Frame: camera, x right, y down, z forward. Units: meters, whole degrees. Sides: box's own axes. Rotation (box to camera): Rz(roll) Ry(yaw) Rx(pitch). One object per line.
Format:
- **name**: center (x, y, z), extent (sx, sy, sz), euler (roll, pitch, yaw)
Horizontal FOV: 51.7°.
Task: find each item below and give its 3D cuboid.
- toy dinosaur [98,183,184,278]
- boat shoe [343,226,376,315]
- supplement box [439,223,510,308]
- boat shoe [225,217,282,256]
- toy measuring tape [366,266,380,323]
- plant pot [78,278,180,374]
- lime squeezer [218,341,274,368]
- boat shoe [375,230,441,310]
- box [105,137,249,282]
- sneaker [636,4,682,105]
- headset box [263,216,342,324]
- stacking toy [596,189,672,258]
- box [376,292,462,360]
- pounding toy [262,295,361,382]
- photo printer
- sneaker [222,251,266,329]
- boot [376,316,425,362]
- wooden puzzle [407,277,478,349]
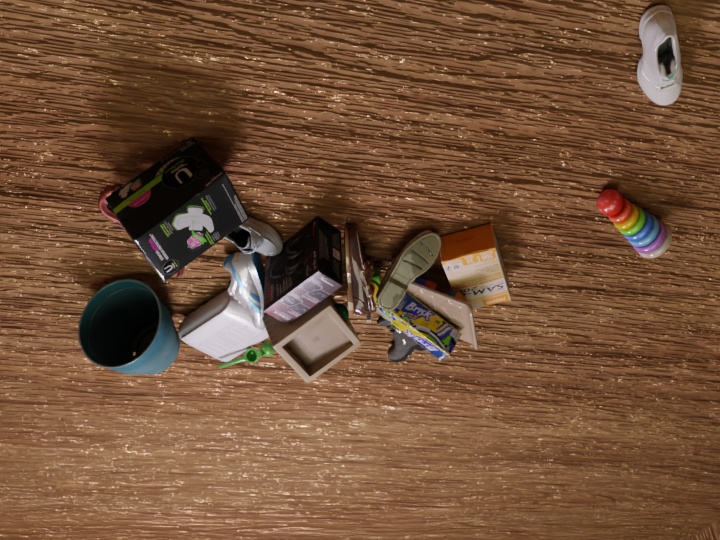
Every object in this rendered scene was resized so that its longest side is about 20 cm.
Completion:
- **toy dinosaur**: center (-0.425, -0.097, 1.443), extent (0.105, 0.202, 0.181), euler (-41, 162, 18)
- **boat shoe**: center (0.000, 0.000, 1.612), extent (0.068, 0.071, 0.205), euler (-4, 114, 2)
- **supplement box**: center (0.259, -0.002, 1.670), extent (0.123, 0.075, 0.201), euler (-14, 140, 14)
- **boat shoe**: center (-0.241, -0.072, 1.541), extent (0.069, 0.073, 0.200), euler (-30, 134, 29)
- **toy measuring tape**: center (0.005, 0.053, 1.721), extent (0.072, 0.075, 0.202), euler (1, 141, -6)
- **plant pot**: center (-0.509, 0.149, 1.706), extent (0.195, 0.205, 0.189), euler (-10, 156, 8)
- **lime squeezer**: center (-0.253, 0.196, 1.822), extent (0.197, 0.070, 0.038), euler (-24, 113, -18)
- **boat shoe**: center (0.099, -0.010, 1.637), extent (0.074, 0.069, 0.201), euler (35, 101, -19)
- **box**: center (-0.334, -0.113, 1.360), extent (0.199, 0.148, 0.125), euler (-38, 142, -13)
- **sneaker**: center (0.516, -0.344, 1.266), extent (0.074, 0.090, 0.201), euler (-19, 139, 16)
- **headset box**: center (-0.130, 0.006, 1.586), extent (0.198, 0.151, 0.077), euler (-33, 132, 32)
- **stacking toy**: center (0.573, -0.107, 1.572), extent (0.198, 0.087, 0.085), euler (31, 130, -30)
- **box**: center (0.134, 0.121, 1.728), extent (0.198, 0.065, 0.070), euler (37, 159, 1)
- **pounding toy**: center (-0.093, 0.120, 1.693), extent (0.198, 0.143, 0.185), euler (-35, 132, 2)
- **photo printer**: center (-0.314, 0.131, 1.783), extent (0.198, 0.071, 0.165), euler (-31, 135, 29)
- **sneaker**: center (-0.252, 0.045, 1.669), extent (0.079, 0.077, 0.204), euler (-6, 122, 5)
- **boot**: center (0.092, 0.154, 1.862), extent (0.130, 0.068, 0.199), euler (37, 147, -12)
- **wooden puzzle**: center (0.190, 0.088, 1.726), extent (0.197, 0.047, 0.187), euler (26, 156, 27)
